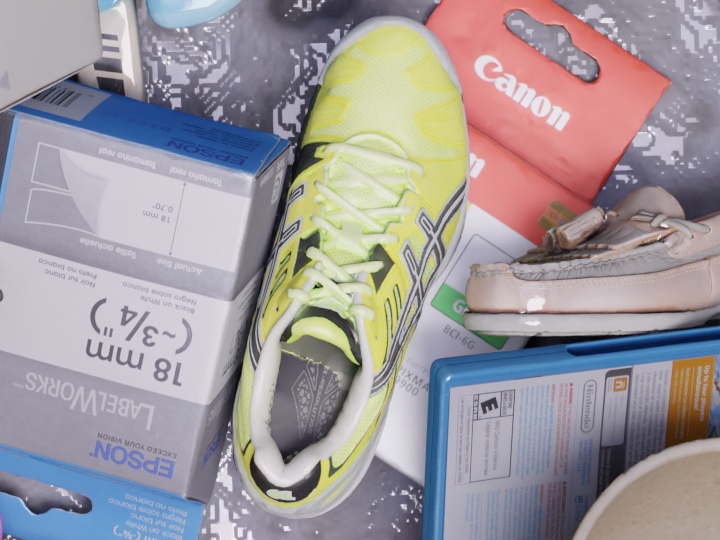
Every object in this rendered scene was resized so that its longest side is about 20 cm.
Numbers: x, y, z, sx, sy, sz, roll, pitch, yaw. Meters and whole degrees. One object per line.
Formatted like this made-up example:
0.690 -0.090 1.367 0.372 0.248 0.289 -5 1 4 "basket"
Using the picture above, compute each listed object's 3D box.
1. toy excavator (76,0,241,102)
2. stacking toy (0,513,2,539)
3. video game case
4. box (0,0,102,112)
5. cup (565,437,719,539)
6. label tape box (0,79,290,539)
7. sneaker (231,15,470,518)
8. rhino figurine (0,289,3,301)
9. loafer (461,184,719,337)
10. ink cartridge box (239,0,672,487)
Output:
-0.096 -0.115 0.941 0.193 0.100 0.201 -12 100 -1 "toy excavator"
-0.179 0.126 0.929 0.199 0.116 0.110 11 63 -12 "stacking toy"
0.120 0.090 0.903 0.199 0.018 0.144 -6 115 -16 "video game case"
-0.188 -0.131 0.879 0.068 0.199 0.083 -31 134 -35 "box"
0.126 0.182 0.846 0.199 0.143 0.201 14 55 -20 "cup"
-0.120 0.030 0.913 0.143 0.063 0.201 15 109 5 "label tape box"
0.000 0.000 0.898 0.075 0.076 0.201 12 89 0 "sneaker"
-0.191 -0.034 0.831 0.060 0.087 0.200 -38 79 2 "rhino figurine"
0.122 -0.008 0.926 0.199 0.072 0.063 -3 94 -35 "loafer"
0.037 -0.024 0.961 0.109 0.050 0.201 33 90 -2 "ink cartridge box"
